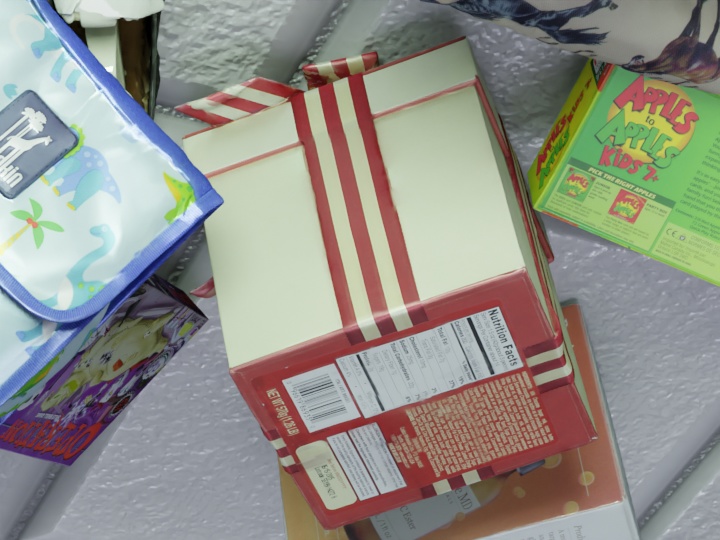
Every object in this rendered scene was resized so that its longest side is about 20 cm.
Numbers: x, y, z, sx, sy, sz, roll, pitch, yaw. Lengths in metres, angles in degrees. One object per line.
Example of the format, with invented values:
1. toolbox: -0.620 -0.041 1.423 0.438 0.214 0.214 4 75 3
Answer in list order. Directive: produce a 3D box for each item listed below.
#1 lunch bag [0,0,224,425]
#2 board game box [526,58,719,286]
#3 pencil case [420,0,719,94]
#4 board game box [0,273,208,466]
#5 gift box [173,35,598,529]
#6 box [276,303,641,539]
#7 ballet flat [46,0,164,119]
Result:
1. lunch bag: -0.190 -0.026 1.254 0.200 0.127 0.170 -43 91 6
2. board game box: 0.201 -0.046 1.413 0.199 0.048 0.102 22 113 -12
3. pencil case: 0.109 -0.153 1.304 0.199 0.090 0.078 15 154 -25
4. board game box: -0.150 0.049 1.418 0.120 0.032 0.200 -43 168 2
5. gift box: 0.000 0.000 1.377 0.199 0.187 0.185 -15 140 4
6. box: 0.058 0.129 1.568 0.199 0.153 0.107 -15 139 5
7. ballet flat: -0.123 -0.131 1.292 0.068 0.069 0.200 -7 140 -2
